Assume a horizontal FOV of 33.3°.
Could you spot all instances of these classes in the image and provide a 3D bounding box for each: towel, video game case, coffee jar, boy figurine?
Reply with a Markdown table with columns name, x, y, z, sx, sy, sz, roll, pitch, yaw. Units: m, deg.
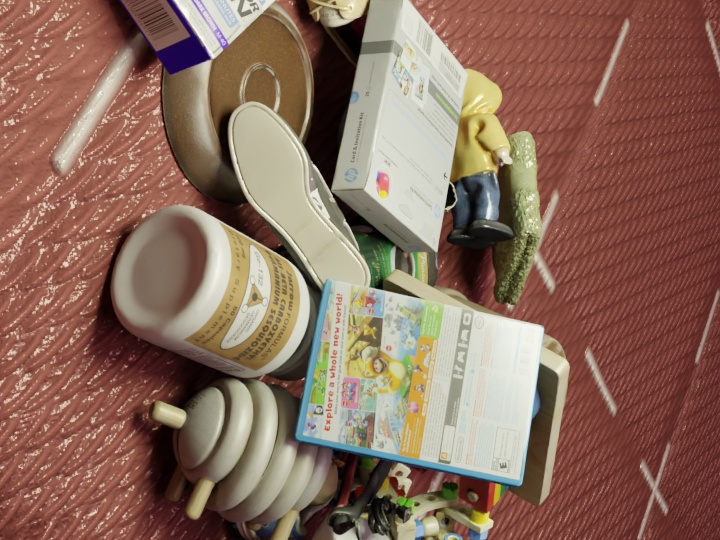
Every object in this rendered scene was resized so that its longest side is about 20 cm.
| name | x | y | z | sx | sy | sz | roll | pitch | yaw |
| --- | --- | --- | --- | --- | --- | --- | --- | --- | --- |
| towel | 0.178 | -0.057 | 1.420 | 0.200 | 0.036 | 0.149 | 97 | -7 | -64 |
| video game case | 0.053 | 0.097 | 1.043 | 0.018 | 0.198 | 0.144 | 119 | -17 | -73 |
| coffee jar | 0.000 | 0.000 | 1.218 | 0.200 | 0.085 | 0.105 | -24 | 112 | -51 |
| boy figurine | 0.126 | -0.128 | 1.362 | 0.064 | 0.124 | 0.202 | 11 | 68 | -32 |

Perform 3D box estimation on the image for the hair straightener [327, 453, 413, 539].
| name | x | y | z | sx | sy | sz | roll | pitch | yaw |
| --- | --- | --- | --- | --- | --- | --- | --- | --- | --- |
| hair straightener | 0.016 | 0.209 | 1.121 | 0.200 | 0.076 | 0.041 | -60 | 169 | -79 |

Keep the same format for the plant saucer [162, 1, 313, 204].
| name | x | y | z | sx | sy | sz | roll | pitch | yaw |
| --- | --- | --- | --- | --- | --- | --- | --- | --- | --- |
| plant saucer | -0.100 | -0.160 | 1.094 | 0.200 | 0.032 | 0.202 | -14 | 107 | -55 |

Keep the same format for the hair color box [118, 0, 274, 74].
| name | x | y | z | sx | sy | sz | roll | pitch | yaw |
| --- | --- | --- | --- | --- | --- | --- | --- | --- | --- |
| hair color box | -0.115 | -0.266 | 1.004 | 0.110 | 0.065 | 0.200 | 56 | 48 | -23 |

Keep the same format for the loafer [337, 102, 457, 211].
| name | x | y | z | sx | sy | sz | roll | pitch | yaw |
| --- | --- | --- | --- | --- | --- | --- | --- | --- | --- |
| loafer | 0.045 | -0.118 | 1.276 | 0.200 | 0.069 | 0.076 | 37 | 66 | -52 |

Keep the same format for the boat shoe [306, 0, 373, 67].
| name | x | y | z | sx | sy | sz | roll | pitch | yaw |
| --- | --- | --- | --- | --- | --- | --- | --- | --- | --- |
| boat shoe | -0.016 | -0.262 | 1.159 | 0.200 | 0.073 | 0.070 | 44 | 54 | -50 |

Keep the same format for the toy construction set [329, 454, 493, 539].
| name | x | y | z | sx | sy | sz | roll | pitch | yaw |
| --- | --- | --- | --- | --- | --- | --- | --- | --- | --- |
| toy construction set | 0.038 | 0.239 | 1.250 | 0.130 | 0.200 | 0.093 | -4 | 99 | -21 |

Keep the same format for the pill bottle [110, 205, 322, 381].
| name | x | y | z | sx | sy | sz | roll | pitch | yaw |
| --- | --- | --- | --- | --- | --- | --- | --- | --- | --- |
| pill bottle | -0.109 | 0.030 | 1.039 | 0.200 | 0.114 | 0.115 | 31 | 70 | -53 |

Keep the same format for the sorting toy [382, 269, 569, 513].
| name | x | y | z | sx | sy | sz | roll | pitch | yaw |
| --- | --- | --- | --- | --- | --- | --- | --- | --- | --- |
| sorting toy | 0.089 | 0.130 | 1.165 | 0.070 | 0.199 | 0.200 | -40 | 145 | -35 |

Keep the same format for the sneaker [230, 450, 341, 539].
| name | x | y | z | sx | sy | sz | roll | pitch | yaw |
| --- | --- | --- | --- | --- | --- | --- | --- | --- | --- |
| sneaker | -0.046 | 0.192 | 1.192 | 0.200 | 0.077 | 0.076 | -56 | 135 | -36 |

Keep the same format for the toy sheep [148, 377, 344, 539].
| name | x | y | z | sx | sy | sz | roll | pitch | yaw |
| --- | --- | --- | --- | --- | --- | --- | --- | --- | --- |
| toy sheep | -0.101 | 0.161 | 1.066 | 0.199 | 0.137 | 0.139 | 28 | 72 | -34 |

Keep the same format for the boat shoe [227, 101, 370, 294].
| name | x | y | z | sx | sy | sz | roll | pitch | yaw |
| --- | --- | --- | --- | --- | --- | --- | --- | --- | --- |
| boat shoe | -0.058 | -0.059 | 1.076 | 0.201 | 0.067 | 0.057 | 58 | 0 | -11 |

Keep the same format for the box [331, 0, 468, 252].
| name | x | y | z | sx | sy | sz | roll | pitch | yaw |
| --- | --- | --- | --- | --- | --- | --- | --- | --- | --- |
| box | 0.043 | -0.138 | 1.165 | 0.156 | 0.041 | 0.201 | 36 | 59 | -54 |

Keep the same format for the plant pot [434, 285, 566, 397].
| name | x | y | z | sx | sy | sz | roll | pitch | yaw |
| --- | --- | --- | --- | --- | --- | --- | --- | --- | --- |
| plant pot | 0.130 | 0.122 | 1.354 | 0.199 | 0.173 | 0.202 | -12 | 105 | -53 |

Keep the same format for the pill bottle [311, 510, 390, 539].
| name | x | y | z | sx | sy | sz | roll | pitch | yaw |
| --- | --- | --- | --- | --- | --- | --- | --- | --- | --- |
| pill bottle | -0.048 | 0.325 | 1.114 | 0.111 | 0.111 | 0.201 | 10 | 116 | -55 |
